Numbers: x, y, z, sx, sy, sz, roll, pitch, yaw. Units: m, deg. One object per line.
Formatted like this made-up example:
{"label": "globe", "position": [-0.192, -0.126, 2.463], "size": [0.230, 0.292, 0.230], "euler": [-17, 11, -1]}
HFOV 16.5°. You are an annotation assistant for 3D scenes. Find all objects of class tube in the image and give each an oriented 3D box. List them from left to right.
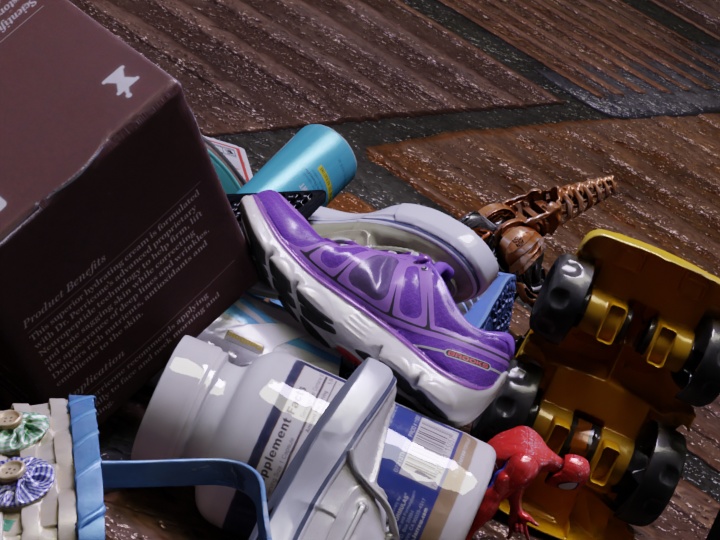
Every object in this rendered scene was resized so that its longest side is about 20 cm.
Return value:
{"label": "tube", "position": [-0.077, -0.025, 1.686], "size": [0.050, 0.078, 0.200], "euler": [10, 43, 36]}

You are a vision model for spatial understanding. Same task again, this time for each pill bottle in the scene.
{"label": "pill bottle", "position": [-0.030, 0.116, 1.469], "size": [0.200, 0.111, 0.111], "euler": [24, 21, 2]}

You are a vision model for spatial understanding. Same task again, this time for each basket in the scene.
{"label": "basket", "position": [-0.136, 0.146, 1.247], "size": [0.199, 0.139, 0.176], "euler": [6, 24, -16]}

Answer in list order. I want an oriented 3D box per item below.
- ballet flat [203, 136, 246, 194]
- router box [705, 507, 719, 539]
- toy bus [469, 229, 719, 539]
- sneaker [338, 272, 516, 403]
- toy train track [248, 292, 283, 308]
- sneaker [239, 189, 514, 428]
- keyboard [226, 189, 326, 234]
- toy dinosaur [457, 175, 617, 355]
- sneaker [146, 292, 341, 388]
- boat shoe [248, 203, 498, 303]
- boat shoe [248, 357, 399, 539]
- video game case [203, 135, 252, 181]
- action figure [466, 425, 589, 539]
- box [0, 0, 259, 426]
{"label": "ballet flat", "position": [-0.093, -0.029, 1.761], "size": [0.200, 0.068, 0.068], "euler": [48, 0, -19]}
{"label": "router box", "position": [0.275, 0.192, 1.475], "size": [0.150, 0.200, 0.062], "euler": [27, 37, 14]}
{"label": "toy bus", "position": [0.163, 0.064, 1.686], "size": [0.135, 0.200, 0.192], "euler": [24, 13, -2]}
{"label": "sneaker", "position": [0.048, 0.041, 1.632], "size": [0.078, 0.070, 0.200], "euler": [12, 18, 14]}
{"label": "toy train track", "position": [-0.043, 0.044, 1.714], "size": [0.200, 0.033, 0.115], "euler": [21, -24, 23]}
{"label": "sneaker", "position": [0.010, 0.013, 1.518], "size": [0.200, 0.083, 0.081], "euler": [38, -15, 14]}
{"label": "keyboard", "position": [-0.127, -0.035, 1.625], "size": [0.200, 0.040, 0.104], "euler": [-3, 29, 36]}
{"label": "toy dinosaur", "position": [0.110, -0.002, 1.846], "size": [0.199, 0.136, 0.102], "euler": [-20, 46, 2]}
{"label": "sneaker", "position": [-0.079, 0.061, 1.602], "size": [0.199, 0.077, 0.081], "euler": [13, 27, -18]}
{"label": "boat shoe", "position": [0.000, 0.000, 1.593], "size": [0.200, 0.072, 0.062], "euler": [5, 42, 44]}
{"label": "boat shoe", "position": [-0.010, 0.148, 1.361], "size": [0.086, 0.075, 0.202], "euler": [31, 61, -6]}
{"label": "video game case", "position": [-0.145, -0.068, 1.918], "size": [0.143, 0.017, 0.200], "euler": [16, 22, -18]}
{"label": "action figure", "position": [0.044, 0.143, 1.565], "size": [0.199, 0.099, 0.065], "euler": [1, 24, 4]}
{"label": "box", "position": [-0.189, -0.038, 1.478], "size": [0.164, 0.166, 0.200], "euler": [37, -19, 33]}
